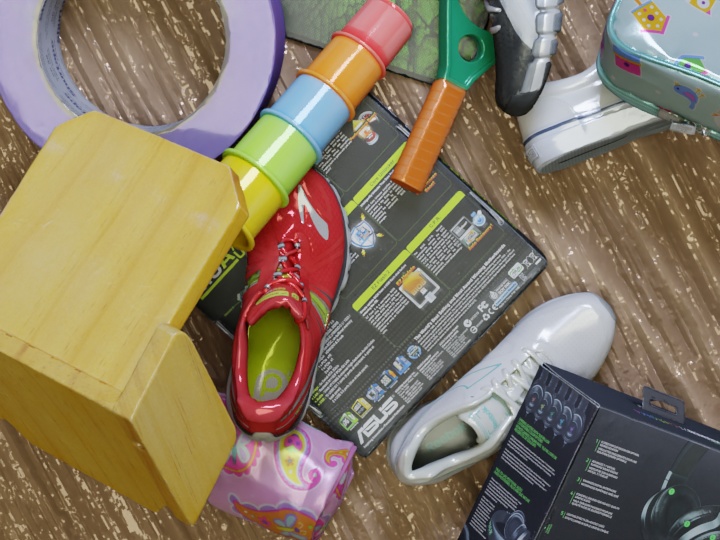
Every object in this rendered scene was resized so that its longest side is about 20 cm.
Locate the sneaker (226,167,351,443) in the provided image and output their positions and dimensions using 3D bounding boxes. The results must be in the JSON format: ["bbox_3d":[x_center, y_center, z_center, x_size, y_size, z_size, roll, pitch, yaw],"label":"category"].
[{"bbox_3d":[-0.048,0.018,1.440,0.077,0.085,0.200,6,78,1],"label":"sneaker"}]

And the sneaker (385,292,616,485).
[{"bbox_3d":[0.105,0.093,1.506,0.200,0.080,0.070,-40,93,4],"label":"sneaker"}]

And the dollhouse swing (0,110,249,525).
[{"bbox_3d":[-0.158,0.027,1.419,0.200,0.182,0.176,23,62,32],"label":"dollhouse swing"}]

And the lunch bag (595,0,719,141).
[{"bbox_3d":[0.260,-0.176,1.421,0.160,0.077,0.200,25,63,9],"label":"lunch bag"}]

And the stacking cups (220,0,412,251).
[{"bbox_3d":[-0.035,-0.103,1.444,0.061,0.061,0.200,42,70,-4],"label":"stacking cups"}]

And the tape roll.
[{"bbox_3d":[-0.155,-0.164,1.473,0.200,0.085,0.200,0,98,3],"label":"tape roll"}]

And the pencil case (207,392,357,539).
[{"bbox_3d":[-0.104,0.123,1.501,0.200,0.087,0.087,23,97,6],"label":"pencil case"}]

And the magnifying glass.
[{"bbox_3d":[0.072,-0.149,1.478,0.080,0.022,0.200,27,80,-20],"label":"magnifying glass"}]

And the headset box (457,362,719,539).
[{"bbox_3d":[0.176,0.180,1.477,0.174,0.093,0.200,20,98,-27],"label":"headset box"}]

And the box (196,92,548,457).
[{"bbox_3d":[0.000,0.000,1.513,0.193,0.048,0.200,42,97,-1],"label":"box"}]

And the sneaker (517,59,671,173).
[{"bbox_3d":[0.204,-0.135,1.480,0.200,0.073,0.071,-20,81,-3],"label":"sneaker"}]

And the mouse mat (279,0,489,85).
[{"bbox_3d":[0.030,-0.245,1.502,0.161,0.008,0.200,17,96,-1],"label":"mouse mat"}]

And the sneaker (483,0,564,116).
[{"bbox_3d":[0.083,-0.211,1.439,0.115,0.075,0.200,9,94,-7],"label":"sneaker"}]
